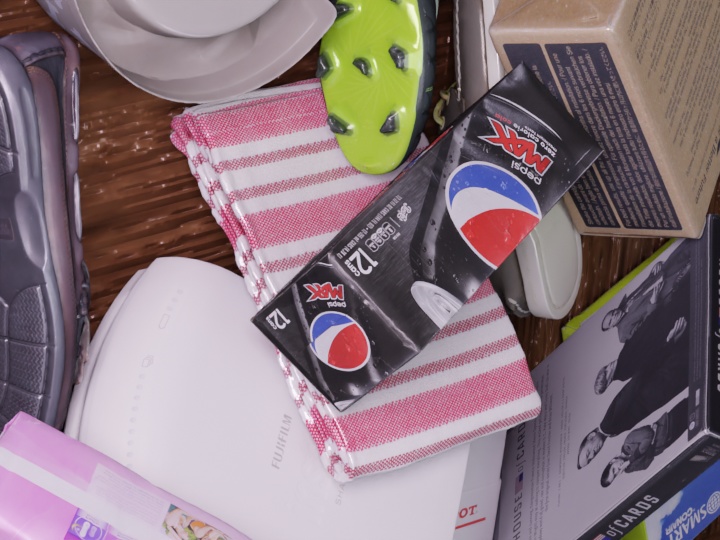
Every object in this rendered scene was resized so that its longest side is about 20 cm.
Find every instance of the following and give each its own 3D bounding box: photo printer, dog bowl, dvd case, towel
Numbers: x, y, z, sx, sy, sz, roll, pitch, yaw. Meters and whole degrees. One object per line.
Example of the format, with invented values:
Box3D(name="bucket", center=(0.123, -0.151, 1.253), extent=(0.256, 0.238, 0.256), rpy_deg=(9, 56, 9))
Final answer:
Box3D(name="photo printer", center=(-0.048, 0.095, 1.318), extent=(0.200, 0.069, 0.167), rpy_deg=(29, 55, -23))
Box3D(name="dog bowl", center=(-0.076, -0.179, 1.242), extent=(0.200, 0.059, 0.200), rpy_deg=(-22, 122, -41))
Box3D(name="dvd case", center=(0.134, 0.080, 1.474), extent=(0.025, 0.200, 0.150), rpy_deg=(24, 46, -19))
Box3D(name="towel", center=(0.000, 0.000, 1.346), extent=(0.146, 0.030, 0.200), rpy_deg=(-14, 76, -44))

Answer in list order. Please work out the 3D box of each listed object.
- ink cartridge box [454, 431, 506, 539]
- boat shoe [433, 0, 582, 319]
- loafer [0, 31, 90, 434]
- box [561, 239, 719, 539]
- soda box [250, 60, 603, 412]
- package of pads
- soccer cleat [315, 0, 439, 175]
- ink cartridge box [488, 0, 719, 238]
Box3D(name="ink cartridge box", center=(0.008, 0.165, 1.492), extent=(0.116, 0.067, 0.200), rpy_deg=(-11, 116, -44))
Box3D(name="boat shoe", center=(0.070, -0.070, 1.448), extent=(0.072, 0.060, 0.202), rpy_deg=(-39, 124, -53))
Box3D(name="loafer", center=(-0.145, -0.011, 1.241), extent=(0.063, 0.072, 0.200), rpy_deg=(-25, 122, -44))
Box3D(name="box", center=(0.189, 0.088, 1.675), extent=(0.122, 0.048, 0.200), rpy_deg=(-37, 131, -31))
Box3D(name="soda box", center=(0.036, -0.019, 1.314), extent=(0.063, 0.071, 0.200), rpy_deg=(47, 44, -3))
Box3D(name="package of pads", center=(-0.099, 0.158, 1.214), extent=(0.121, 0.200, 0.076), rpy_deg=(-52, -168, 43))
Box3D(name="soccer cleat", center=(0.020, -0.147, 1.342), extent=(0.081, 0.067, 0.200), rpy_deg=(-7, 98, -53))
Box3D(name="ink cartridge box", center=(0.148, -0.142, 1.451), extent=(0.165, 0.075, 0.200), rpy_deg=(63, 38, -44))
